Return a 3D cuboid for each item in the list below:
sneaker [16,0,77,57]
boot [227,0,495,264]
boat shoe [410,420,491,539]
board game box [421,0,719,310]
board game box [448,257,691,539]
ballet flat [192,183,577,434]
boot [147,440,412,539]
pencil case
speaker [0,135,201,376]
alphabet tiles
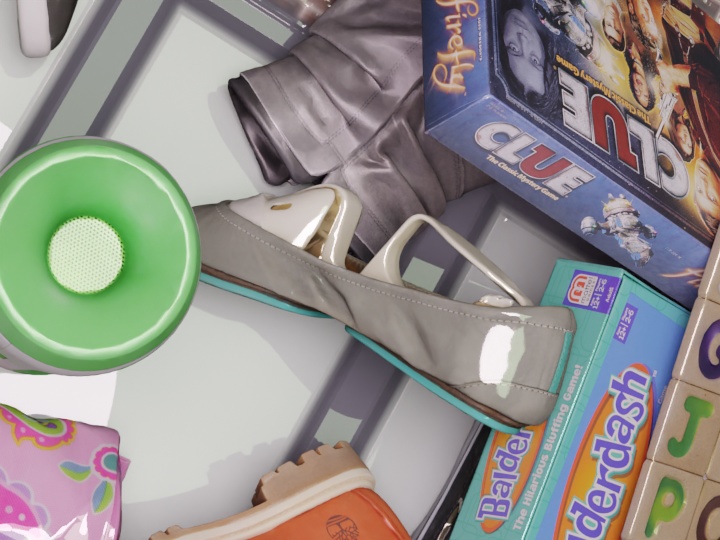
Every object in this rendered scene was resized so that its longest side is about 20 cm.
[{"bbox_3d":[-0.088,-0.181,0.966,0.098,0.071,0.202,10,81,-8],"label":"sneaker"},{"bbox_3d":[-0.003,-0.108,0.989,0.131,0.070,0.201,-31,91,-8],"label":"boot"},{"bbox_3d":[0.052,0.128,0.995,0.068,0.057,0.201,25,82,-12],"label":"boat shoe"},{"bbox_3d":[0.102,-0.072,0.952,0.199,0.034,0.136,30,46,-38],"label":"board game box"},{"bbox_3d":[0.134,0.103,0.985,0.199,0.045,0.153,29,80,-36],"label":"board game box"},{"bbox_3d":[0.000,0.000,0.945,0.199,0.067,0.064,26,97,26],"label":"ballet flat"},{"bbox_3d":[-0.049,0.153,0.921,0.199,0.075,0.107,-26,69,-32],"label":"boot"},{"bbox_3d":[-0.189,0.080,0.929,0.199,0.087,0.088,15,84,-13],"label":"pencil case"},{"bbox_3d":[-0.113,-0.002,0.887,0.088,0.200,0.089,1,88,-13],"label":"speaker"},{"bbox_3d":[0.190,0.084,0.984,0.199,0.008,0.168,19,88,-40],"label":"alphabet tiles"}]
